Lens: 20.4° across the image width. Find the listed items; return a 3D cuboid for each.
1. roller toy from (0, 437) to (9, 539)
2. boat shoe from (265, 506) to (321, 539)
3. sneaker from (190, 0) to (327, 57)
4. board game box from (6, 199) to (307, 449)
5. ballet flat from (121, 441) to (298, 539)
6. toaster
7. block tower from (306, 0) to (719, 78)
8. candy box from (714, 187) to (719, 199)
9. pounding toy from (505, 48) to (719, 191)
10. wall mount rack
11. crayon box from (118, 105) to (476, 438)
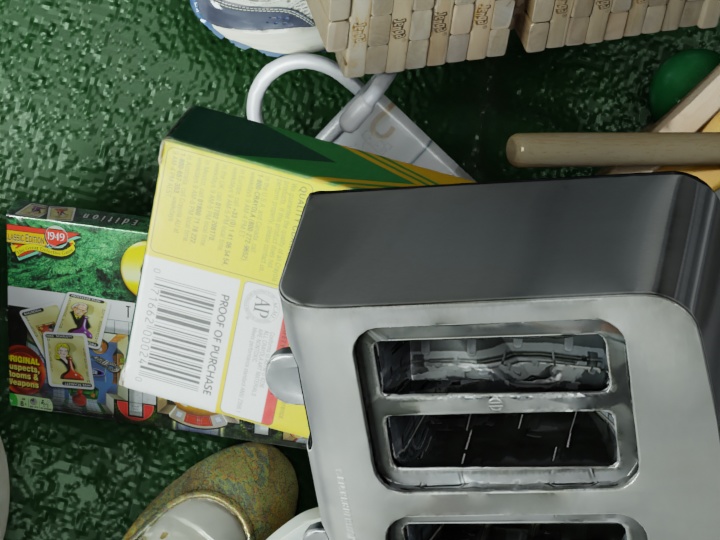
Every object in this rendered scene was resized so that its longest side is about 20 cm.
[{"bbox_3d":[-0.257,0.107,0.922,0.199,0.140,0.184,0,95,5],"label":"roller toy"},{"bbox_3d":[-0.057,0.190,0.946,0.070,0.064,0.201,27,102,-19],"label":"boat shoe"},{"bbox_3d":[0.010,-0.170,0.971,0.199,0.085,0.077,-18,56,-9],"label":"sneaker"},{"bbox_3d":[-0.072,0.029,0.954,0.199,0.023,0.105,7,113,9],"label":"board game box"},{"bbox_3d":[-0.105,0.162,0.964,0.200,0.071,0.071,-41,90,-5],"label":"ballet flat"},{"bbox_3d":[0.071,0.063,0.800,0.199,0.119,0.182,-2,116,15],"label":"toaster"},{"bbox_3d":[0.072,-0.138,0.939,0.199,0.054,0.058,-8,48,-14],"label":"block tower"},{"bbox_3d":[0.245,0.033,0.880,0.167,0.072,0.201,-31,103,-2],"label":"candy box"},{"bbox_3d":[0.190,-0.040,0.954,0.184,0.142,0.200,-43,90,-5],"label":"pounding toy"},{"bbox_3d":[0.000,0.000,0.974,0.200,0.075,0.174,42,118,-6],"label":"wall mount rack"},{"bbox_3d":[0.002,0.016,0.892,0.199,0.051,0.128,16,115,6],"label":"crayon box"}]
